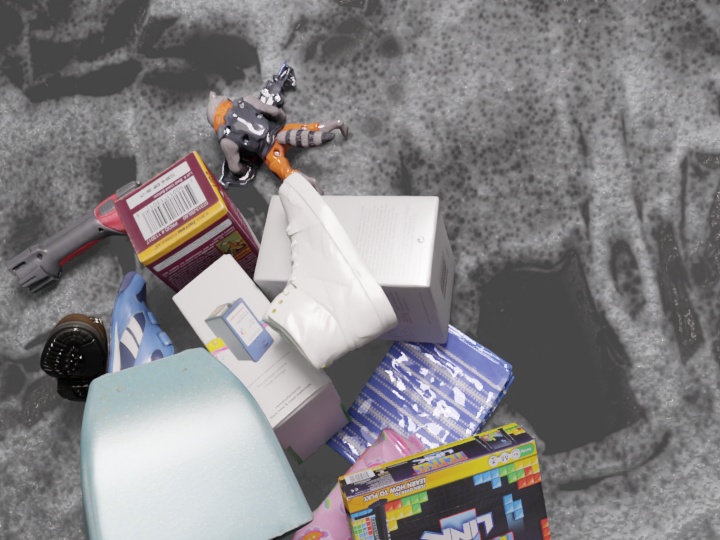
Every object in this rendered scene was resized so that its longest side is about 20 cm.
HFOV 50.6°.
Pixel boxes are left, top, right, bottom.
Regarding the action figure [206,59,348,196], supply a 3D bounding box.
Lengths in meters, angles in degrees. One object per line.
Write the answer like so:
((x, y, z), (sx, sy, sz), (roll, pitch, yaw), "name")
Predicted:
((-0.113, -0.199, 1.002), (0.189, 0.105, 0.205), (17, 76, 6), "action figure")

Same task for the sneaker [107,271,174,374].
((-0.269, 0.096, 0.941), (0.080, 0.074, 0.205), (-1, 61, -13), "sneaker")

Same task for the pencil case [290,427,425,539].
((-0.001, 0.262, 0.812), (0.087, 0.087, 0.201), (39, 89, 21), "pencil case")

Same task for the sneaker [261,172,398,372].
((-0.060, 0.001, 0.756), (0.114, 0.074, 0.202), (-31, 63, -4), "sneaker")

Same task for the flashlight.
((-0.364, -0.041, 1.015), (0.197, 0.068, 0.069), (-33, 102, 2), "flashlight")

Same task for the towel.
((0.070, 0.158, 0.880), (0.143, 0.024, 0.202), (33, 80, 20), "towel")

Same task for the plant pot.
((-0.186, 0.199, 0.751), (0.192, 0.197, 0.204), (-15, 71, -25), "plant pot")

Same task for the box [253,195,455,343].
((0.000, 0.000, 0.868), (0.194, 0.153, 0.109), (3, 64, 15), "box")

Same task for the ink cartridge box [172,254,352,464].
((-0.108, 0.101, 0.859), (0.087, 0.146, 0.201), (-36, 64, -9), "ink cartridge box")

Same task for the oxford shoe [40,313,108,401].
((-0.332, 0.086, 0.892), (0.071, 0.201, 0.087), (5, 64, -17), "oxford shoe")

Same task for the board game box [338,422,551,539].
((0.089, 0.264, 0.758), (0.195, 0.057, 0.170), (-15, 99, -9), "board game box")

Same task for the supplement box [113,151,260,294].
((-0.188, -0.034, 0.901), (0.109, 0.201, 0.087), (-32, 67, -2), "supplement box")
